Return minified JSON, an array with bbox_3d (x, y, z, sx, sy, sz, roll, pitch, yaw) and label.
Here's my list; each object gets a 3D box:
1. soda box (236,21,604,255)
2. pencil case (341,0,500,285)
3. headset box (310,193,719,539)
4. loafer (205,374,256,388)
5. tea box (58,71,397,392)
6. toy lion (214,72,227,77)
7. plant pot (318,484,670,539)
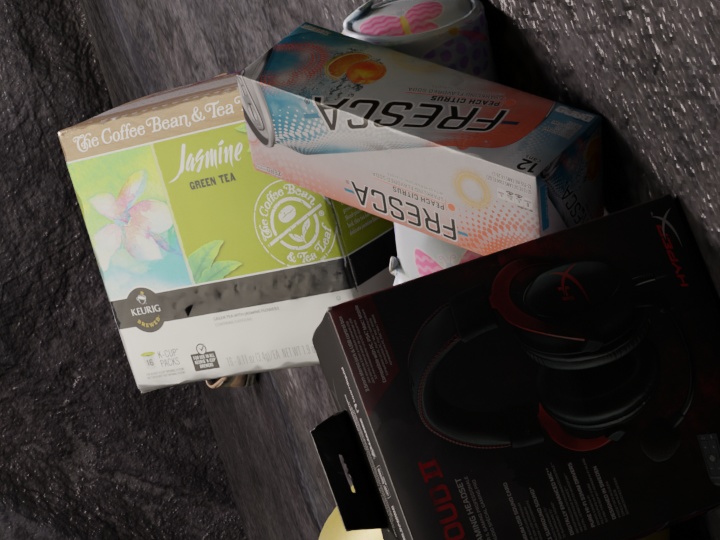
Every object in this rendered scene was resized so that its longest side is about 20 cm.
[{"bbox_3d":[0.031,-0.067,1.007,0.200,0.064,0.069,21,137,32],"label":"soda box"},{"bbox_3d":[0.047,-0.064,1.111,0.091,0.083,0.201,10,123,39],"label":"pencil case"},{"bbox_3d":[0.077,0.069,0.895,0.075,0.199,0.149,116,135,-74],"label":"headset box"},{"bbox_3d":[-0.169,0.102,2.413,0.200,0.063,0.072,94,156,-61],"label":"loafer"},{"bbox_3d":[-0.071,-0.038,1.310,0.134,0.199,0.197,-32,-73,-58],"label":"tea box"},{"bbox_3d":[-0.129,-0.083,1.979,0.192,0.068,0.201,84,165,-73],"label":"toy lion"},{"bbox_3d":[0.091,0.139,1.037,0.200,0.199,0.142,61,139,42],"label":"plant pot"}]
